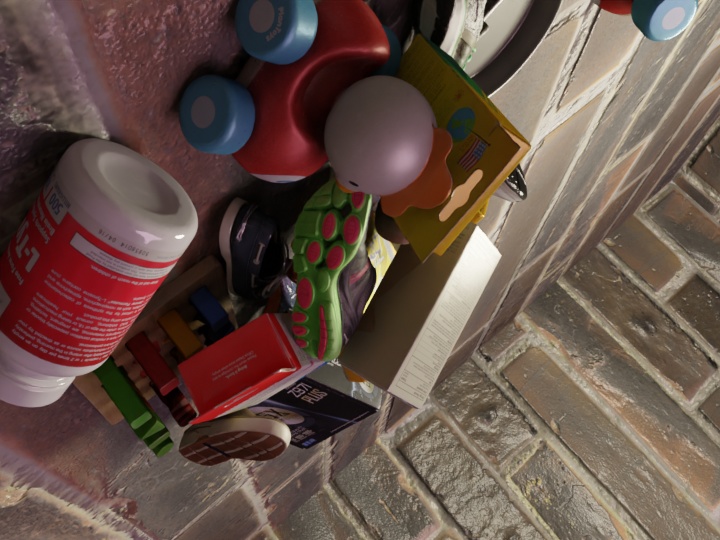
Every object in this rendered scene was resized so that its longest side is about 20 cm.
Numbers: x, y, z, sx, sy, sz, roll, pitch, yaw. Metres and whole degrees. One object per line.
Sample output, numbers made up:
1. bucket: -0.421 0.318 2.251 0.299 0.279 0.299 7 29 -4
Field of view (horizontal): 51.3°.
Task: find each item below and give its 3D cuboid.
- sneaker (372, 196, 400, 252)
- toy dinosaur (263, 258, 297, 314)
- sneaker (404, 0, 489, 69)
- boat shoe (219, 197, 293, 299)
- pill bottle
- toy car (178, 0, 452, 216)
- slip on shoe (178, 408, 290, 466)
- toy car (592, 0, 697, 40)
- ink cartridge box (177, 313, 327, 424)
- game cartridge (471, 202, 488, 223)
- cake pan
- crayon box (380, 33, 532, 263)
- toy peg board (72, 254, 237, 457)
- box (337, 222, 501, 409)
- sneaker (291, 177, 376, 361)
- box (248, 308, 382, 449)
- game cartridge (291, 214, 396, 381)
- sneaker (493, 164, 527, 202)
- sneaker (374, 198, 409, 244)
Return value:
1. sneaker: 0.023 -0.088 0.855 0.086 0.074 0.202 -37 122 -32
2. toy dinosaur: -0.099 0.051 1.005 0.198 0.106 0.182 -33 144 2
3. sneaker: 0.098 -0.229 0.786 0.088 0.078 0.201 -22 157 -18
4. boat shoe: -0.111 -0.013 0.845 0.201 0.061 0.076 95 19 -61
5. pill bottle: -0.223 0.008 0.588 0.201 0.112 0.112 -50 161 19
6. toy car: -0.011 -0.114 0.631 0.177 0.200 0.184 -50 160 22
7. slip on shoe: -0.147 0.188 0.890 0.199 0.076 0.061 -27 -145 48
8. toy car: 0.252 -0.364 0.748 0.197 0.186 0.178 9 133 -31
9. ink cartridge box: -0.114 0.101 0.813 0.115 0.068 0.200 -30 171 8
10. game cartridge: 0.120 -0.057 1.170 0.200 0.032 0.177 -44 -173 26
11. cake pan: 0.164 -0.282 0.895 0.199 0.037 0.201 -38 161 -15
12. crayon box: 0.067 -0.107 0.671 0.050 0.201 0.127 22 119 -38
13. toy peg board: -0.213 0.116 0.875 0.198 0.098 0.201 -37 161 -19
14. box: 0.068 0.041 0.835 0.202 0.077 0.095 -60 145 -7
15. sneaker: -0.024 -0.007 0.765 0.084 0.076 0.203 -34 143 -55
16. box: -0.087 0.157 1.036 0.199 0.162 0.087 -37 -145 44
17. game cartridge: 0.000 0.000 0.903 0.177 0.032 0.202 -57 137 -44
18. sneaker: 0.122 -0.132 0.954 0.114 0.077 0.199 -27 139 34
19. sneaker: 0.076 -0.116 0.778 0.200 0.066 0.091 -47 153 -43
